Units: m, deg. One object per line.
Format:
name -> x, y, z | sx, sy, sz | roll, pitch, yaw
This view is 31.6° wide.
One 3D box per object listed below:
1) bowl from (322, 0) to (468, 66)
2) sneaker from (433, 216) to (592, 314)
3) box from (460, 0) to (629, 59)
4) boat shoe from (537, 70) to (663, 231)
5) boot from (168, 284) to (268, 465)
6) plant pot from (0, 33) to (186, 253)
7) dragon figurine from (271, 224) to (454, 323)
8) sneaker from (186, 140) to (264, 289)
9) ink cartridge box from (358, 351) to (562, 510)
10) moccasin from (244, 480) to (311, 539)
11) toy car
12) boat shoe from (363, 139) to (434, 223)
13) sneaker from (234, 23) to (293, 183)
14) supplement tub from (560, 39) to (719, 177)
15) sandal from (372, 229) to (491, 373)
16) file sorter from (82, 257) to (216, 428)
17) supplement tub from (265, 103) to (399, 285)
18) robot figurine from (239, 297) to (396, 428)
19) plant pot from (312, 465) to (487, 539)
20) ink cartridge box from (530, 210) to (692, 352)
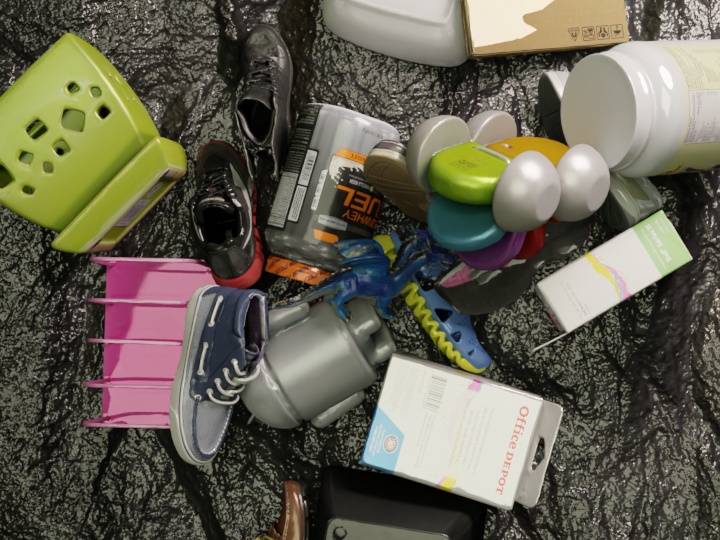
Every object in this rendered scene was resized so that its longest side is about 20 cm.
bowl -> 0.059, -0.354, 1.496 | 0.199, 0.075, 0.201 | 16, 90, 7
sneaker -> 0.165, -0.024, 1.455 | 0.199, 0.086, 0.081 | -29, 124, -16
box -> 0.208, -0.333, 1.464 | 0.199, 0.021, 0.164 | -7, 90, -16
boat shoe -> 0.272, -0.144, 1.465 | 0.065, 0.074, 0.202 | -30, 85, -16
boot -> -0.152, 0.116, 1.393 | 0.090, 0.073, 0.201 | 1, 87, 43
plant pot -> -0.320, -0.129, 1.466 | 0.181, 0.200, 0.199 | 45, 92, -1
dragon figurine -> 0.000, 0.000, 1.394 | 0.199, 0.059, 0.100 | 1, 114, -14
sneaker -> -0.160, -0.078, 1.469 | 0.071, 0.098, 0.201 | -15, 60, 7
ink cartridge box -> 0.116, 0.181, 1.434 | 0.199, 0.125, 0.129 | 18, 89, 7
moccasin -> -0.102, 0.343, 1.480 | 0.077, 0.074, 0.202 | 11, 98, -2
toy car -> 0.145, -0.075, 1.329 | 0.175, 0.200, 0.151 | 29, 118, 36
boat shoe -> 0.059, -0.109, 1.426 | 0.072, 0.200, 0.065 | 13, 78, 25
sneaker -> -0.113, -0.198, 1.489 | 0.060, 0.104, 0.201 | -4, 87, 6
supplement tub -> 0.333, -0.176, 1.382 | 0.199, 0.145, 0.146 | -7, 85, -30
sandal -> 0.095, 0.027, 1.471 | 0.087, 0.079, 0.200 | -33, 86, -1
file sorter -> -0.245, 0.084, 1.478 | 0.138, 0.125, 0.201 | 1, 87, 6
supplement tub -> -0.037, -0.081, 1.466 | 0.122, 0.123, 0.201 | 16, 89, 7
robot figurine -> -0.059, 0.107, 1.463 | 0.199, 0.113, 0.170 | -29, 116, 3
plant pot -> 0.030, 0.338, 1.410 | 0.199, 0.177, 0.201 | 8, 89, 7
ink cartridge box -> 0.262, 0.015, 1.431 | 0.200, 0.117, 0.067 | -31, 84, 3
